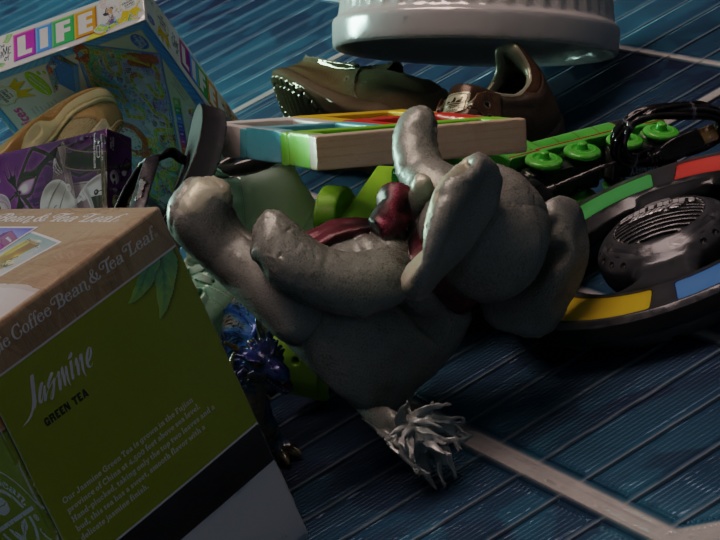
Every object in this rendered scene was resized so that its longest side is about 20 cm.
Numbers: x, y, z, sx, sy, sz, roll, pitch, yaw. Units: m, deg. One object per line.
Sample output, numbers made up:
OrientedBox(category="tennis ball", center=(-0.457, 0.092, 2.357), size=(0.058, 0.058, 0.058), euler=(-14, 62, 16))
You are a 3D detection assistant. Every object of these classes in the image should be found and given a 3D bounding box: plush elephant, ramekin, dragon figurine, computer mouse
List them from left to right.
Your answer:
OrientedBox(category="dragon figurine", center=(-0.078, 0.047, 1.304), size=(0.059, 0.100, 0.200), euler=(-16, 30, -12))
OrientedBox(category="plush elephant", center=(0.026, -0.010, 1.230), size=(0.155, 0.165, 0.200), euler=(-47, 62, 3))
OrientedBox(category="ramekin", center=(0.080, -0.202, 1.665), size=(0.199, 0.105, 0.200), euler=(2, -1, 0))
OrientedBox(category="computer mouse", center=(0.115, -0.039, 1.328), size=(0.200, 0.059, 0.034), euler=(-26, 44, 1))

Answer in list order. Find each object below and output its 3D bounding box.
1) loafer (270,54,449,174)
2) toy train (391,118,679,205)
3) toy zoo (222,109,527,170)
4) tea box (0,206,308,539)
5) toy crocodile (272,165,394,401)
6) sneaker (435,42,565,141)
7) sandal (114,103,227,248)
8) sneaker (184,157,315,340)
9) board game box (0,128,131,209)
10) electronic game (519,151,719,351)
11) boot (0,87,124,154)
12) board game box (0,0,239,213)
OrientedBox(category="loafer", center=(0.004, -0.110, 1.699), size=(0.067, 0.076, 0.200), euler=(-28, 29, -21))
OrientedBox(category="toy train", center=(0.104, -0.058, 1.414), size=(0.200, 0.042, 0.056), euler=(-15, 29, -32))
OrientedBox(category="toy zoo", center=(-0.008, -0.078, 1.398), size=(0.131, 0.021, 0.200), euler=(-6, 8, -24))
OrientedBox(category="tea box", center=(-0.165, 0.082, 1.203), size=(0.200, 0.197, 0.134), euler=(0, 30, 48))
OrientedBox(category="toy crocodile", center=(0.000, 0.000, 1.404), size=(0.067, 0.062, 0.200), euler=(3, 34, 17))
OrientedBox(category="sneaker", center=(0.060, -0.075, 1.534), size=(0.070, 0.076, 0.200), euler=(-7, 25, 37))
OrientedBox(category="sandal", center=(-0.125, -0.013, 1.348), size=(0.201, 0.043, 0.076), euler=(-67, 7, -23))
OrientedBox(category="sneaker", center=(-0.110, 0.002, 1.459), size=(0.200, 0.118, 0.074), euler=(-31, 21, -21))
OrientedBox(category="board game box", center=(-0.187, 0.025, 1.414), size=(0.120, 0.201, 0.032), euler=(-13, -18, 35))
OrientedBox(category="electronic game", center=(0.168, -0.015, 1.314), size=(0.199, 0.042, 0.200), euler=(-21, 20, 8))
OrientedBox(category="boot", center=(-0.165, -0.036, 1.578), size=(0.073, 0.156, 0.200), euler=(-39, 5, 16))
OrientedBox(category="board game box", center=(-0.169, -0.108, 1.703), size=(0.134, 0.200, 0.034), euler=(-18, 52, 13))
